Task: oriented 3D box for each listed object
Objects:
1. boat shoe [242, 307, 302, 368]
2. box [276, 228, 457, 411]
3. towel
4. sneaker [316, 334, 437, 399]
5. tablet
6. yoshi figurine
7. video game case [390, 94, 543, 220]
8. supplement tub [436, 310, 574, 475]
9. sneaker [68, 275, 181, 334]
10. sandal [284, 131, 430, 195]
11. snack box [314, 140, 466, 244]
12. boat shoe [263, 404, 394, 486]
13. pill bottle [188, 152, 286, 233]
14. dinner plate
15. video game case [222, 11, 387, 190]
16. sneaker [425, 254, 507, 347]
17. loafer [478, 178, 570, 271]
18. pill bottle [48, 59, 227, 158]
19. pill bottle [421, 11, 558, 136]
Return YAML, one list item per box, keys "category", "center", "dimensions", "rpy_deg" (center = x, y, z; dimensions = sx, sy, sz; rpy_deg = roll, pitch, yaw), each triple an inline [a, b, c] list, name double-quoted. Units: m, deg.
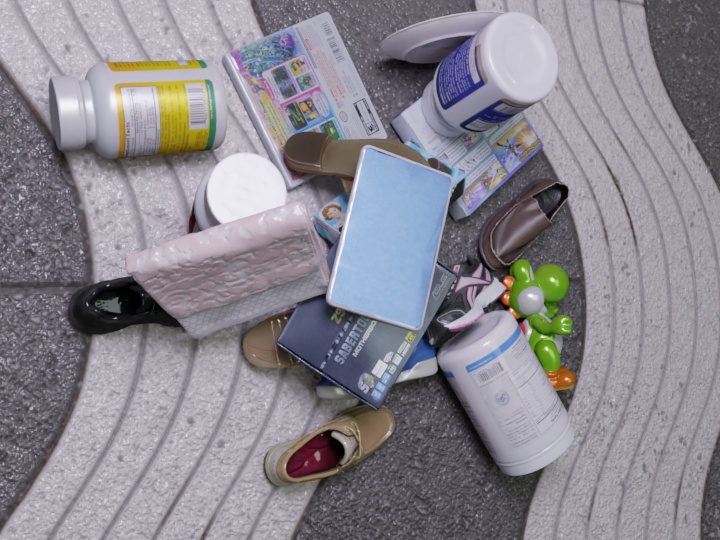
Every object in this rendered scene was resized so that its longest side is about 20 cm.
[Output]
- category: "boat shoe"
  center: [-0.061, 0.076, 1.050]
  dimensions: [0.196, 0.065, 0.073]
  rpy_deg: [-23, 89, -7]
- category: "box"
  center: [0.008, 0.048, 0.995]
  dimensions: [0.156, 0.051, 0.202]
  rpy_deg: [33, 86, 0]
- category: "towel"
  center: [-0.136, 0.005, 0.882]
  dimensions: [0.196, 0.192, 0.033]
  rpy_deg: [-18, 62, 0]
- category: "sneaker"
  center: [0.018, 0.105, 1.078]
  dimensions: [0.196, 0.076, 0.114]
  rpy_deg: [-11, 93, -31]
- category: "tablet"
  center: [0.038, -0.040, 0.959]
  dimensions: [0.127, 0.014, 0.205]
  rpy_deg: [17, 79, -16]
- category: "yoshi figurine"
  center: [0.293, 0.076, 1.210]
  dimensions: [0.110, 0.111, 0.205]
  rpy_deg: [-12, 85, -42]
- category: "video game case"
  center: [0.168, -0.211, 1.215]
  dimensions: [0.199, 0.045, 0.183]
  rpy_deg: [-40, 99, -25]
- category: "supplement tub"
  center: [0.208, 0.174, 1.133]
  dimensions: [0.131, 0.131, 0.203]
  rpy_deg: [-34, 99, -26]
- category: "sneaker"
  center: [-0.247, 0.035, 0.952]
  dimensions: [0.196, 0.090, 0.078]
  rpy_deg: [-15, 88, -28]
- category: "sandal"
  center: [0.000, -0.131, 1.060]
  dimensions: [0.207, 0.070, 0.079]
  rpy_deg: [15, 63, 15]
- category: "snack box"
  center: [0.043, -0.095, 1.105]
  dimensions: [0.115, 0.038, 0.199]
  rpy_deg: [34, 61, 29]
- category: "boat shoe"
  center: [-0.029, 0.235, 1.043]
  dimensions: [0.197, 0.066, 0.076]
  rpy_deg: [-22, 92, -27]
- category: "pill bottle"
  center: [-0.149, -0.069, 0.946]
  dimensions: [0.107, 0.200, 0.113]
  rpy_deg: [3, 80, -15]
- category: "dinner plate"
  center: [0.124, -0.327, 1.125]
  dimensions: [0.196, 0.199, 0.025]
  rpy_deg: [-9, 90, -26]
- category: "video game case"
  center: [-0.075, -0.243, 1.114]
  dimensions: [0.180, 0.024, 0.203]
  rpy_deg: [-30, 97, -26]
- category: "sneaker"
  center: [0.135, 0.039, 1.135]
  dimensions: [0.087, 0.080, 0.199]
  rpy_deg: [52, 32, 4]
- category: "loafer"
  center: [0.258, -0.082, 1.227]
  dimensions: [0.073, 0.071, 0.200]
  rpy_deg: [47, 66, -12]
- category: "pill bottle"
  center: [-0.271, -0.197, 0.961]
  dimensions: [0.196, 0.112, 0.116]
  rpy_deg: [-10, 87, -27]
- category: "pill bottle"
  center: [0.169, -0.259, 1.087]
  dimensions: [0.117, 0.199, 0.123]
  rpy_deg: [4, 80, -24]
